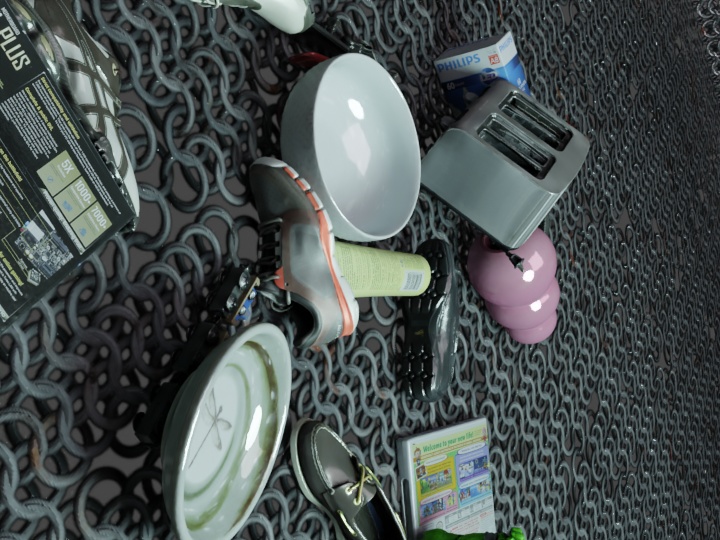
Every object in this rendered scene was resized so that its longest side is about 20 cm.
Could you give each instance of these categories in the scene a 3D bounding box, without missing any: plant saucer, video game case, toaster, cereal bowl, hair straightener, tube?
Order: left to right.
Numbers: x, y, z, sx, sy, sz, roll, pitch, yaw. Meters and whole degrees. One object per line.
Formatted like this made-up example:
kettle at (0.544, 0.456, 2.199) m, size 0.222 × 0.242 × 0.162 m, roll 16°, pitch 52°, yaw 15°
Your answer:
plant saucer at (-0.122, 0.137, 0.748) m, size 0.200 × 0.050 × 0.201 m, roll 12°, pitch 90°, yaw -73°
cereal bowl at (-0.020, -0.127, 0.945) m, size 0.200 × 0.083 × 0.201 m, roll 15°, pitch 71°, yaw -53°
hair straightener at (-0.015, -0.258, 1.014) m, size 0.200 × 0.041 × 0.077 m, roll 3°, pitch 82°, yaw -55°
tube at (0.000, 0.000, 0.988) m, size 0.200 × 0.052 × 0.058 m, roll 3°, pitch 39°, yaw -49°
video game case at (0.114, 0.291, 1.113) m, size 0.200 × 0.022 × 0.183 m, roll 0°, pitch 84°, yaw -54°
toaster at (0.188, -0.135, 1.143) m, size 0.200 × 0.119 × 0.181 m, roll 37°, pitch 44°, yaw 5°

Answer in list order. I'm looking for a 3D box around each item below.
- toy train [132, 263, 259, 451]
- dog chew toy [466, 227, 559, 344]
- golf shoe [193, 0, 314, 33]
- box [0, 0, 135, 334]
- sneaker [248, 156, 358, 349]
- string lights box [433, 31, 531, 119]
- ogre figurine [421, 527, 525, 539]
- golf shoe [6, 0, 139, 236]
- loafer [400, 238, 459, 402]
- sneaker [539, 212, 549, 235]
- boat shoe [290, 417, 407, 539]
toy train at (-0.140, 0.074, 0.781) m, size 0.200 × 0.034 × 0.046 m, roll -65°, pitch 147°, yaw -36°
dog chew toy at (0.227, 0.026, 1.244) m, size 0.200 × 0.124 × 0.125 m, roll 64°, pitch 39°, yaw -37°
golf shoe at (-0.128, -0.283, 0.848) m, size 0.200 × 0.077 × 0.088 m, roll 36°, pitch 76°, yaw -43°
box at (-0.272, -0.071, 0.574) m, size 0.164 × 0.086 × 0.200 m, roll -54°, pitch 127°, yaw -44°
sneaker at (-0.071, -0.013, 0.864) m, size 0.082 × 0.077 × 0.200 m, roll -28°, pitch 97°, yaw -31°
string lights box at (0.190, -0.226, 1.245) m, size 0.059 × 0.103 × 0.200 m, roll -49°, pitch 123°, yaw -46°
ogre figurine at (0.087, 0.345, 0.958) m, size 0.200 × 0.120 × 0.098 m, roll -56°, pitch 129°, yaw -28°
golf shoe at (-0.211, -0.127, 0.681) m, size 0.095 × 0.078 × 0.200 m, roll -48°, pitch 124°, yaw -47°
loafer at (0.089, 0.062, 1.085) m, size 0.070 × 0.068 × 0.201 m, roll 20°, pitch 73°, yaw -60°
sneaker at (0.284, -0.132, 1.398) m, size 0.104 × 0.060 × 0.200 m, roll -9°, pitch 88°, yaw -50°
boat shoe at (-0.007, 0.234, 0.916) m, size 0.072 × 0.060 × 0.202 m, roll -53°, pitch 126°, yaw -44°
